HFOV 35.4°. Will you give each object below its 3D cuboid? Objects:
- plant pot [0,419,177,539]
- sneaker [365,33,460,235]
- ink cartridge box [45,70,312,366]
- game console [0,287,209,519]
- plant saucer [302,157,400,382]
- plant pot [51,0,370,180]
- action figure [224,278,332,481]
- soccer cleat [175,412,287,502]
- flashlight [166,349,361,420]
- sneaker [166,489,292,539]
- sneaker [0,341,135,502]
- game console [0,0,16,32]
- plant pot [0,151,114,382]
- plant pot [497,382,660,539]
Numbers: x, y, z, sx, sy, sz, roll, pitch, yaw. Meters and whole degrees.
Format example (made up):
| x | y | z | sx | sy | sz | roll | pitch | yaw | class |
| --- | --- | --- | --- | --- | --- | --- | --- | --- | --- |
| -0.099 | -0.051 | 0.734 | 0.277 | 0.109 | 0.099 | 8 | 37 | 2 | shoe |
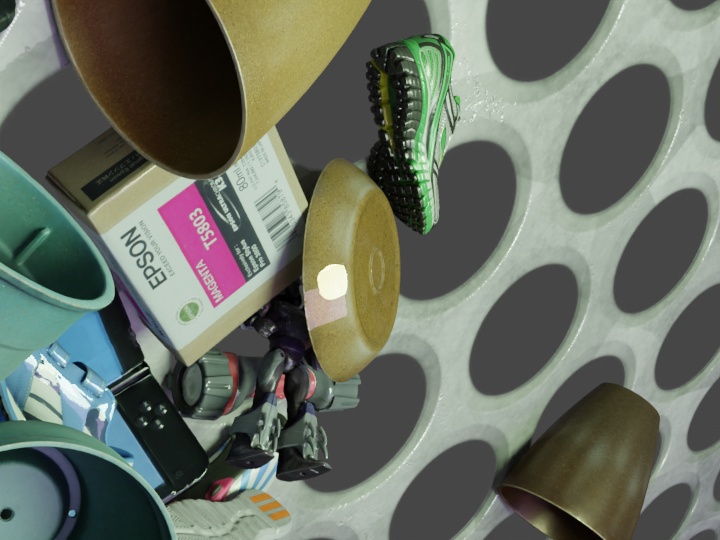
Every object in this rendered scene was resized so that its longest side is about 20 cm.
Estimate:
| x | y | z | sx | sy | sz | roll | pitch | yaw | class |
| --- | --- | --- | --- | --- | --- | --- | --- | --- | --- |
| -0.238 | 0.188 | 0.775 | 0.199 | 0.134 | 0.202 | -7 | 106 | -23 | plant pot |
| 0.061 | -0.121 | 1.036 | 0.085 | 0.078 | 0.201 | -26 | 134 | -28 | sneaker |
| -0.131 | -0.044 | 0.915 | 0.165 | 0.075 | 0.201 | -40 | 141 | -15 | ink cartridge box |
| -0.244 | 0.137 | 0.917 | 0.199 | 0.173 | 0.119 | -32 | 164 | -21 | game console |
| 0.000 | 0.000 | 1.010 | 0.200 | 0.035 | 0.202 | 0 | 90 | -72 | plant saucer |
| -0.078 | -0.193 | 0.788 | 0.200 | 0.186 | 0.187 | -39 | 141 | -34 | plant pot |
| -0.066 | 0.085 | 1.015 | 0.130 | 0.201 | 0.069 | 25 | 143 | -33 | action figure |
| -0.140 | 0.222 | 1.114 | 0.200 | 0.070 | 0.087 | -36 | 140 | -17 | soccer cleat |
| -0.085 | 0.111 | 1.077 | 0.199 | 0.068 | 0.068 | 9 | 80 | -42 | flashlight |
| -0.142 | 0.268 | 1.019 | 0.112 | 0.077 | 0.200 | -56 | 154 | 11 | sneaker |
| -0.238 | 0.090 | 0.870 | 0.082 | 0.074 | 0.201 | -23 | 110 | -19 | sneaker |
| -0.300 | -0.176 | 0.578 | 0.200 | 0.170 | 0.119 | -47 | 172 | -38 | game console |
| -0.300 | 0.022 | 0.728 | 0.196 | 0.200 | 0.200 | -46 | 141 | 8 | plant pot |
| 0.313 | 0.257 | 1.511 | 0.201 | 0.186 | 0.187 | -56 | 143 | -17 | plant pot |
